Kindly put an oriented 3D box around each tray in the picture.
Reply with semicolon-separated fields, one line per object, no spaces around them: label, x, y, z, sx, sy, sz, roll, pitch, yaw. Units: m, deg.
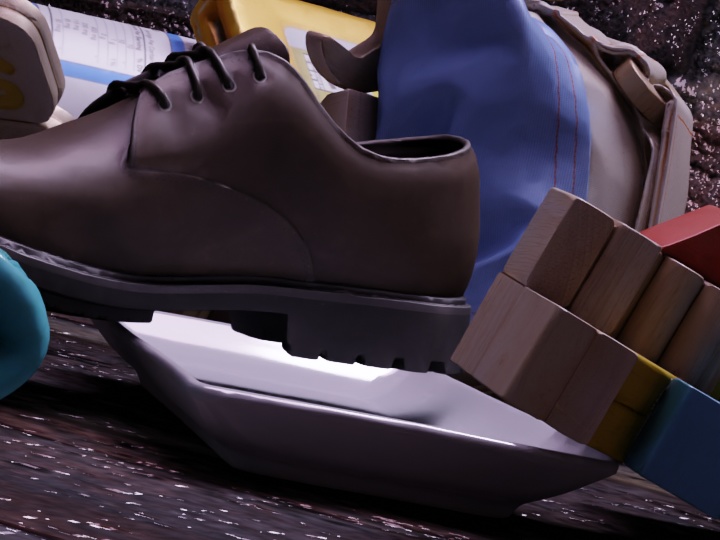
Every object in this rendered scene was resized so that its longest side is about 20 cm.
tray;-0.012;0.036;0.726;0.107;0.022;0.200;12;2;-13

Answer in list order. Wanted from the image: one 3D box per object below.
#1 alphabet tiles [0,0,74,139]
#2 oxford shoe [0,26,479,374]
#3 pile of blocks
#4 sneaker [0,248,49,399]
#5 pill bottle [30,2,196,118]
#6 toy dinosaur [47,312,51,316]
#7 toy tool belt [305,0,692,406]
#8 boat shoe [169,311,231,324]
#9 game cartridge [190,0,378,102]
alphabet tiles;-0.188;-0.064;0.916;0.199;0.015;0.196;9;-37;16
oxford shoe;-0.057;-0.027;0.729;0.199;0.085;0.073;8;5;-31
pile of blocks;0.088;0.024;0.662;0.082;0.062;0.200;31;2;22
sneaker;-0.133;-0.006;0.536;0.079;0.078;0.200;23;7;28
pill bottle;-0.115;-0.050;1.161;0.199;0.113;0.112;12;2;-16
toy dinosaur;-0.184;-0.018;0.899;0.199;0.048;0.088;15;-5;-17
toy tool belt;0.038;-0.047;0.897;0.123;0.201;0.124;10;-16;-44
boat shoe;0.000;0.000;0.975;0.072;0.072;0.200;34;20;13
game cartridge;0.036;-0.032;1.148;0.199;0.032;0.177;10;47;-35
